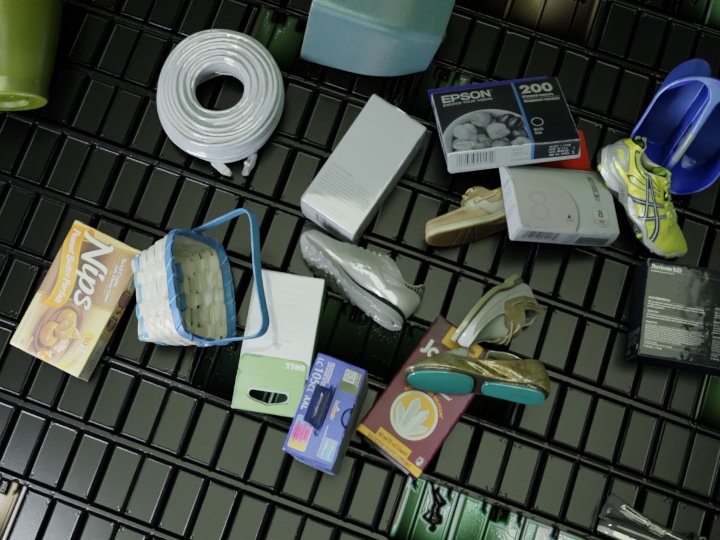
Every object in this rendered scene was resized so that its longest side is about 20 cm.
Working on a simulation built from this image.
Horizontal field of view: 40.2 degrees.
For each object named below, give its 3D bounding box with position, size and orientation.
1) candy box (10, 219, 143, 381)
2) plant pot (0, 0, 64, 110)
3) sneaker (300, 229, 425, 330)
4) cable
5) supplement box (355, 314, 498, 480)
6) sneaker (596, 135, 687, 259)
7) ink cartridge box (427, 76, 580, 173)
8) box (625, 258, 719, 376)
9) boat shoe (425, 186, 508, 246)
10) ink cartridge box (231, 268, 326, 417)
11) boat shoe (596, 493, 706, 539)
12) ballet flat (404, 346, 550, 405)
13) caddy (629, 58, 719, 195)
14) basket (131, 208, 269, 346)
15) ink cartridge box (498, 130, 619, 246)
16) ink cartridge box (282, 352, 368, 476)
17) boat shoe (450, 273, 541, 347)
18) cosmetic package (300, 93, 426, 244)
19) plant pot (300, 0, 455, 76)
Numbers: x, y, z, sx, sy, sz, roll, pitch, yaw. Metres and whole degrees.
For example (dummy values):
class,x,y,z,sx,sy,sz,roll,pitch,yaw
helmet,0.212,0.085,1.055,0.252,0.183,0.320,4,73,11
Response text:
class,x,y,z,sx,sy,sz,roll,pitch,yaw
candy box,-0.404,0.043,1.426,0.114,0.055,0.202,24,77,5
plant pot,-0.534,-0.344,1.460,0.197,0.200,0.197,-2,89,-1
sneaker,0.000,0.000,1.437,0.199,0.076,0.081,39,71,1
cable,-0.214,-0.266,1.492,0.198,0.069,0.202,28,78,6
supplement box,0.093,0.179,1.383,0.110,0.086,0.201,35,79,8
sneaker,0.423,-0.103,1.427,0.201,0.076,0.076,52,36,-13
ink cartridge box,0.207,-0.233,1.456,0.194,0.044,0.202,-7,46,-2
box,0.494,0.073,1.414,0.196,0.079,0.144,10,80,2
boat shoe,0.181,-0.090,1.457,0.197,0.074,0.067,-16,72,-15
ink cartridge box,-0.115,0.107,1.411,0.102,0.059,0.204,9,77,2
boat shoe,0.426,0.367,1.352,0.197,0.067,0.058,20,82,8
ballet flat,0.157,0.135,1.322,0.196,0.071,0.072,8,77,1
caddy,0.475,-0.202,1.420,0.140,0.201,0.105,28,45,5
basket,-0.218,0.019,1.376,0.198,0.138,0.180,-14,75,32
ink cartridge box,0.282,-0.136,1.435,0.160,0.057,0.203,3,67,-16
ink cartridge box,-0.044,0.194,1.320,0.075,0.200,0.138,20,77,4
boat shoe,0.196,0.065,1.368,0.068,0.075,0.199,45,38,12
cosmetic package,0.005,-0.148,1.466,0.101,0.074,0.201,34,77,7
plant pot,0.038,-0.402,1.470,0.197,0.196,0.199,21,77,-4
